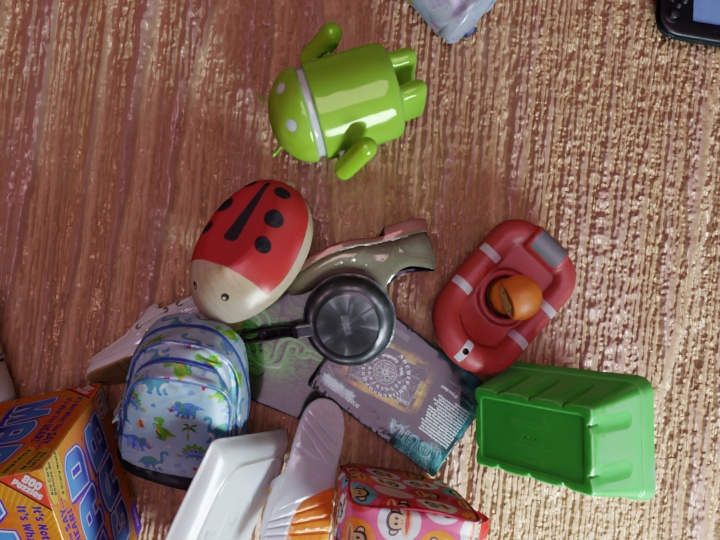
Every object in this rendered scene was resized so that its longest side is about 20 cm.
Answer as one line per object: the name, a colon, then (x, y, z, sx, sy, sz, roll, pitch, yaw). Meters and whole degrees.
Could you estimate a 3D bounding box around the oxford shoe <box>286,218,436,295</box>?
oxford shoe: (0.000, 0.000, 0.808, 0.198, 0.070, 0.076, -20, 82, -3)

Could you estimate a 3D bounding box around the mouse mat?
mouse mat: (-0.115, 0.088, 0.837, 0.198, 0.008, 0.163, 21, 88, -2)

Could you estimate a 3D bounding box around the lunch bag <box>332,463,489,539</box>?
lunch bag: (0.058, 0.279, 0.747, 0.174, 0.200, 0.083, 9, 84, -2)

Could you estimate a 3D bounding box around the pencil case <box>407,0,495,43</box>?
pencil case: (0.081, -0.383, 0.818, 0.091, 0.083, 0.200, -43, 91, 3)

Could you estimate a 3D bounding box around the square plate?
square plate: (-0.154, 0.280, 0.737, 0.028, 0.198, 0.202, 23, 87, 18)

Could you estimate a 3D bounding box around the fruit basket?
fruit basket: (0.260, 0.193, 0.783, 0.212, 0.216, 0.158, -1, 90, -3)

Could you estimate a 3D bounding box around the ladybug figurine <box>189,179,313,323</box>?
ladybug figurine: (-0.131, -0.035, 0.773, 0.134, 0.072, 0.202, 13, 60, 20)

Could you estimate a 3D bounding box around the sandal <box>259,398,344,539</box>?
sandal: (-0.069, 0.259, 0.791, 0.078, 0.059, 0.209, 23, 72, -19)

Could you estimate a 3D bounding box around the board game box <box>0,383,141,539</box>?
board game box: (-0.376, 0.269, 0.701, 0.197, 0.200, 0.203, -11, 104, -4)

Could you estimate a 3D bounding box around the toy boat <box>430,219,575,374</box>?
toy boat: (0.178, 0.033, 0.791, 0.130, 0.131, 0.200, 42, 87, -1)

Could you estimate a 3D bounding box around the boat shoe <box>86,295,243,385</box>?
boat shoe: (-0.242, 0.074, 0.804, 0.198, 0.071, 0.070, -25, 64, -5)

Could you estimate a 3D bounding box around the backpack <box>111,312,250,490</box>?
backpack: (-0.195, 0.148, 0.738, 0.161, 0.154, 0.203, 15, 103, -2)

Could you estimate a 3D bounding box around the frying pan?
frying pan: (-0.050, 0.054, 0.787, 0.187, 0.031, 0.117, 12, 103, 1)

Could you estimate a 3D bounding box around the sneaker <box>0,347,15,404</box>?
sneaker: (-0.463, 0.072, 0.788, 0.072, 0.072, 0.202, -26, 94, -12)

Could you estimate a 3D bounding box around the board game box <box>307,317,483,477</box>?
board game box: (0.051, 0.146, 0.830, 0.199, 0.028, 0.136, 37, 87, -4)

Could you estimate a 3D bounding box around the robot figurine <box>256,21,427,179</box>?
robot figurine: (-0.022, -0.201, 0.792, 0.197, 0.116, 0.178, -16, 81, -2)

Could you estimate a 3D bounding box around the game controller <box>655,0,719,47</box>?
game controller: (0.484, -0.343, 0.860, 0.197, 0.042, 0.106, 8, 89, -4)
